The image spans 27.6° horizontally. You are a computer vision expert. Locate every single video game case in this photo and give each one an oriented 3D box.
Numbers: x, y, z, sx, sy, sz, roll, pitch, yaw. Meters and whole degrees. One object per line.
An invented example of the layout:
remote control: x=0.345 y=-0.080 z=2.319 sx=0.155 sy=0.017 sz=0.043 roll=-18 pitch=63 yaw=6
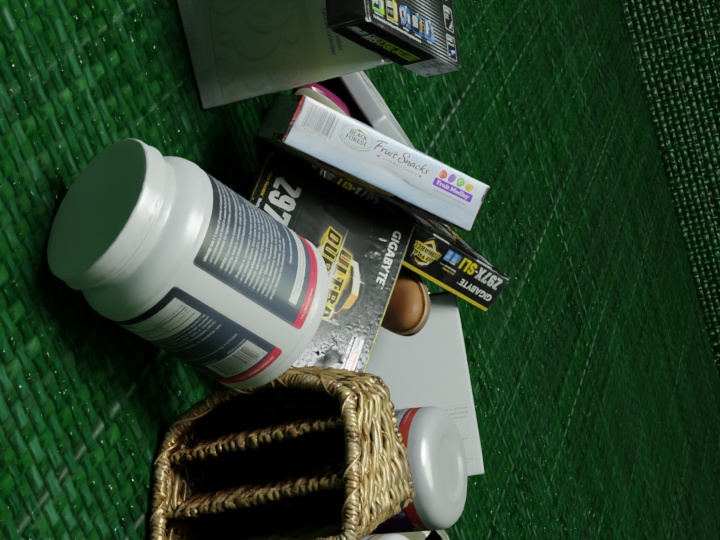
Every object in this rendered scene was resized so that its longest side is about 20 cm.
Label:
video game case: x=0.019 y=-0.184 z=1.688 sx=0.182 sy=0.024 sz=0.201 roll=48 pitch=10 yaw=-51

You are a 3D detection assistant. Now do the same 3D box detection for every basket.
basket: x=-0.077 y=0.160 z=1.221 sx=0.149 sy=0.199 sz=0.144 roll=-18 pitch=94 yaw=-65

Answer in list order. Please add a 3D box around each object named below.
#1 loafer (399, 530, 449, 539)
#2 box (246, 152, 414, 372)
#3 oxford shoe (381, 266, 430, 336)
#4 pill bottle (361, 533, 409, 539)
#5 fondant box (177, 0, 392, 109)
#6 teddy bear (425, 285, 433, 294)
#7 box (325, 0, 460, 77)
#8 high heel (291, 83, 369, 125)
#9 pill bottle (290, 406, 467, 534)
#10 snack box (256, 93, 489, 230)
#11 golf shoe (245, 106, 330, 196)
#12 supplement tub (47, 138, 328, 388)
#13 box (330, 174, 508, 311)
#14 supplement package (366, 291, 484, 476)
loafer: x=0.036 y=0.271 z=1.544 sx=0.199 sy=0.068 sz=0.076 roll=27 pitch=96 yaw=-46
box: x=-0.052 y=0.011 z=1.365 sx=0.159 sy=0.049 sz=0.201 roll=26 pitch=60 yaw=-9
oxford shoe: x=0.000 y=0.000 z=1.549 sx=0.071 sy=0.072 sz=0.200 roll=23 pitch=17 yaw=-48
pill bottle: x=-0.049 y=0.290 z=1.234 sx=0.120 sy=0.199 sz=0.121 roll=38 pitch=47 yaw=-56
fondant box: x=-0.072 y=-0.247 z=1.399 sx=0.058 sy=0.199 sz=0.145 roll=-26 pitch=104 yaw=-66
teddy bear: x=0.079 y=0.111 z=1.787 sx=0.200 sy=0.066 sz=0.146 roll=57 pitch=41 yaw=-54
box: x=0.025 y=-0.291 z=1.332 sx=0.200 sy=0.047 sz=0.195 roll=13 pitch=71 yaw=-62
high heel: x=-0.027 y=-0.176 z=1.646 sx=0.200 sy=0.067 sz=0.097 roll=42 pitch=36 yaw=-50
pill bottle: x=-0.007 y=0.191 z=1.367 sx=0.112 sy=0.199 sz=0.113 roll=-9 pitch=90 yaw=-66
snack box: x=0.009 y=-0.105 z=1.402 sx=0.053 sy=0.199 sz=0.142 roll=-64 pitch=-165 yaw=2
golf shoe: x=-0.063 y=-0.085 z=1.509 sx=0.095 sy=0.077 sz=0.201 roll=56 pitch=34 yaw=-43
supplement tub: x=-0.136 y=-0.004 z=1.183 sx=0.200 sy=0.140 sz=0.141 roll=34 pitch=48 yaw=-35
box: x=0.049 y=-0.048 z=1.592 sx=0.159 sy=0.049 sz=0.200 roll=30 pitch=10 yaw=-42
supplement package: x=0.065 y=0.130 z=1.626 sx=0.117 sy=0.116 sz=0.202 roll=26 pitch=56 yaw=-86
